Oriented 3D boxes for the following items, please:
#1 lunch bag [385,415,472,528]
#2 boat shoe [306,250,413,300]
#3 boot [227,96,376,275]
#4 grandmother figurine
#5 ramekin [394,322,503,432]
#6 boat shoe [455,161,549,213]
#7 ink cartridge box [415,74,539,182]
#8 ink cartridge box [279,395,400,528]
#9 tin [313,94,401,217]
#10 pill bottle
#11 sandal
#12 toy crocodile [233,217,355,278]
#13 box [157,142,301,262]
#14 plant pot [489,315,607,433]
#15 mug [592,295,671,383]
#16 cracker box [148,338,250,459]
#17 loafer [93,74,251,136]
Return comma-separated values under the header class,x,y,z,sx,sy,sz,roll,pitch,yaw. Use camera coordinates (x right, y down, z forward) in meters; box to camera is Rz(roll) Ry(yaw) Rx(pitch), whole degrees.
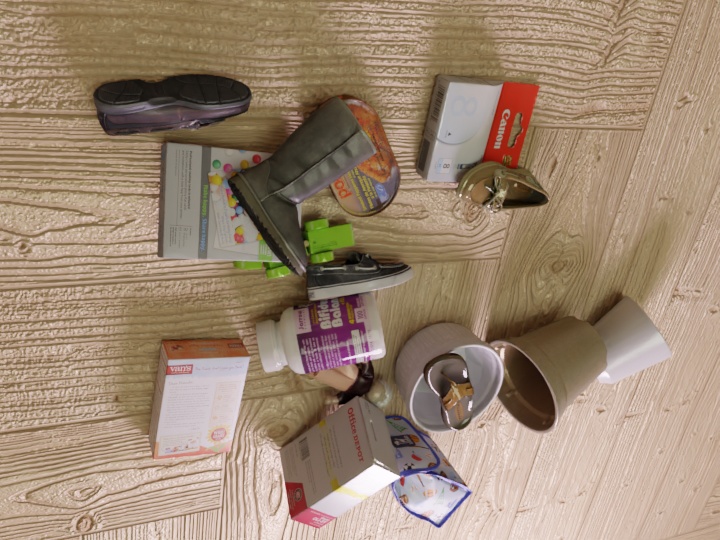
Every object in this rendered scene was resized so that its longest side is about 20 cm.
class,x,y,z,sx,sy,sz,roll,pitch,yaw
lunch bag,0.094,0.376,1.391,0.200,0.170,0.124,35,97,-36
boat shoe,0.000,0.000,1.189,0.199,0.072,0.068,-10,93,-27
boot,-0.062,-0.117,1.011,0.200,0.072,0.183,-36,108,-17
grandmother figurine,-0.021,0.198,1.301,0.199,0.061,0.121,30,111,-33
ramekin,0.158,0.193,1.355,0.199,0.105,0.201,-13,124,-20
boat shoe,0.241,-0.135,1.198,0.199,0.063,0.074,-8,132,-39
ink cartridge box,0.198,-0.223,1.162,0.199,0.047,0.161,-1,119,-24
ink cartridge box,-0.039,0.345,1.292,0.200,0.146,0.083,-38,131,19
tin,-0.010,-0.172,1.097,0.112,0.042,0.201,-33,127,-10
pill bottle,-0.065,0.106,1.176,0.198,0.113,0.113,-12,124,-2
sandal,0.167,0.223,1.276,0.081,0.055,0.201,-24,126,-12
toy crocodile,-0.101,-0.036,1.120,0.199,0.062,0.068,-18,100,-22
box,-0.182,-0.092,1.020,0.199,0.041,0.157,2,92,-28
plant pot,0.378,0.188,1.423,0.183,0.200,0.202,-26,127,-24
mug,0.549,0.170,1.515,0.153,0.150,0.187,-35,122,7
cracker box,-0.268,0.211,1.184,0.133,0.058,0.201,2,118,-28
loafer,-0.244,-0.214,0.947,0.199,0.072,0.063,-6,141,-16
